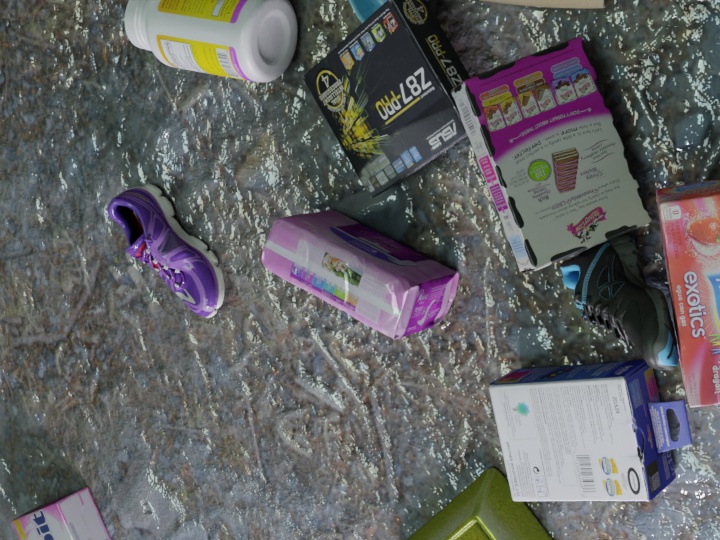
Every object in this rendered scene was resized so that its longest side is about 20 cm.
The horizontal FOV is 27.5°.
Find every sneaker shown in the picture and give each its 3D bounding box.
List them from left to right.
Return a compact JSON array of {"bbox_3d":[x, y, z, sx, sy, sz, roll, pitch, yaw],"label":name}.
[{"bbox_3d":[-0.251,-0.017,1.860,0.200,0.083,0.081,49,125,13],"label":"sneaker"},{"bbox_3d":[0.256,0.041,1.451,0.081,0.201,0.074,-17,120,1],"label":"sneaker"}]

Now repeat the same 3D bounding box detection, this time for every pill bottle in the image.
[{"bbox_3d":[-0.178,-0.283,1.717,0.198,0.104,0.105,14,111,32],"label":"pill bottle"}]

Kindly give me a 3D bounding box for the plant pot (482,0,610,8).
[{"bbox_3d":[0.162,-0.332,1.431,0.198,0.187,0.189,24,117,12],"label":"plant pot"}]

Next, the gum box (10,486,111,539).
[{"bbox_3d":[-0.407,0.425,2.109,0.113,0.066,0.202,-25,89,37],"label":"gum box"}]

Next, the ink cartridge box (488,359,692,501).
[{"bbox_3d":[0.248,0.171,1.562,0.199,0.076,0.138,-6,100,38],"label":"ink cartridge box"}]

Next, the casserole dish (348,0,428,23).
[{"bbox_3d":[0.021,-0.357,1.591,0.121,0.039,0.202,-26,88,42],"label":"casserole dish"}]

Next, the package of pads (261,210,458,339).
[{"bbox_3d":[0.000,0.000,1.662,0.199,0.120,0.076,27,112,27],"label":"package of pads"}]

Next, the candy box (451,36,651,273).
[{"bbox_3d":[0.191,-0.115,1.483,0.061,0.135,0.202,159,90,-80],"label":"candy box"}]

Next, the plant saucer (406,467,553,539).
[{"bbox_3d":[0.146,0.364,1.709,0.201,0.048,0.200,52,126,13],"label":"plant saucer"}]

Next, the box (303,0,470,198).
[{"bbox_3d":[0.036,-0.188,1.592,0.200,0.049,0.162,-30,91,54],"label":"box"}]

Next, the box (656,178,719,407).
[{"bbox_3d":[0.345,0.018,1.418,0.094,0.103,0.202,-9,99,10],"label":"box"}]
